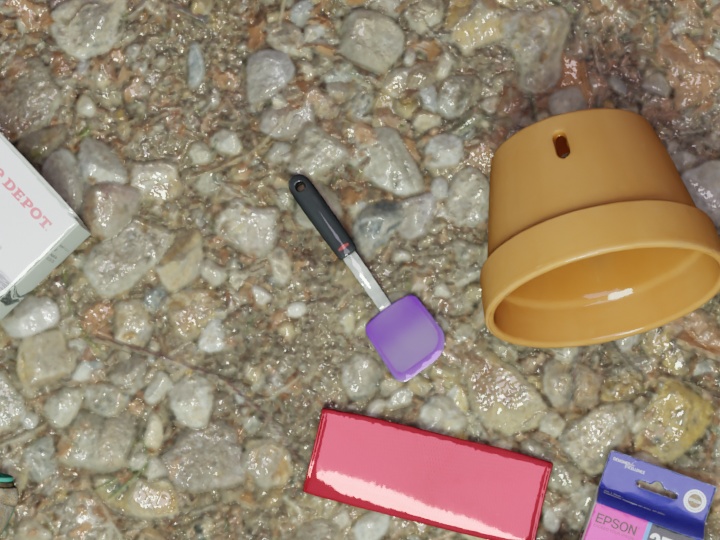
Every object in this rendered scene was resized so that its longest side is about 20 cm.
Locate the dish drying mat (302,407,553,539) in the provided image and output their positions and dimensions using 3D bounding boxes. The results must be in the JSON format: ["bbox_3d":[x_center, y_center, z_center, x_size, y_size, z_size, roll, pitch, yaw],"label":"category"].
[{"bbox_3d":[0.056,0.174,1.746,0.199,0.018,0.077,14,85,2],"label":"dish drying mat"}]

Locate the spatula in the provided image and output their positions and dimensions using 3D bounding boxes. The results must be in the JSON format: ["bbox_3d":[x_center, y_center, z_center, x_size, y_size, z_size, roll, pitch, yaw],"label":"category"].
[{"bbox_3d":[0.000,0.000,1.763,0.056,0.021,0.200,-35,83,-1],"label":"spatula"}]

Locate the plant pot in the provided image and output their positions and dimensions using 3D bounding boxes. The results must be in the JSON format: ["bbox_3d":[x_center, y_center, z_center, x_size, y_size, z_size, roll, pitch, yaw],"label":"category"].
[{"bbox_3d":[0.186,-0.039,1.690,0.199,0.200,0.140,-11,66,0],"label":"plant pot"}]

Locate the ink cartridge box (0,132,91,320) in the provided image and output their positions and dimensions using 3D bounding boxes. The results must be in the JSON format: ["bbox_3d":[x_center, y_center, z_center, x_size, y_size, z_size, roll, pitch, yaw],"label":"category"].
[{"bbox_3d":[-0.346,-0.019,1.742,0.200,0.084,0.146,-43,84,-3],"label":"ink cartridge box"}]

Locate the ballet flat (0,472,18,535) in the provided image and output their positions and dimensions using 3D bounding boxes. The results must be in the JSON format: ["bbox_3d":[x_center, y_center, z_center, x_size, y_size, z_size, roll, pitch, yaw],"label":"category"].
[{"bbox_3d":[-0.387,0.187,1.732,0.199,0.068,0.068,11,91,4],"label":"ballet flat"}]

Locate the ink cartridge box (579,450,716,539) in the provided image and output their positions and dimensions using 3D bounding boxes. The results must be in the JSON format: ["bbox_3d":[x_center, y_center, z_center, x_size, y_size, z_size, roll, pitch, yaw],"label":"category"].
[{"bbox_3d":[0.220,0.258,1.717,0.094,0.037,0.201,19,83,4],"label":"ink cartridge box"}]
